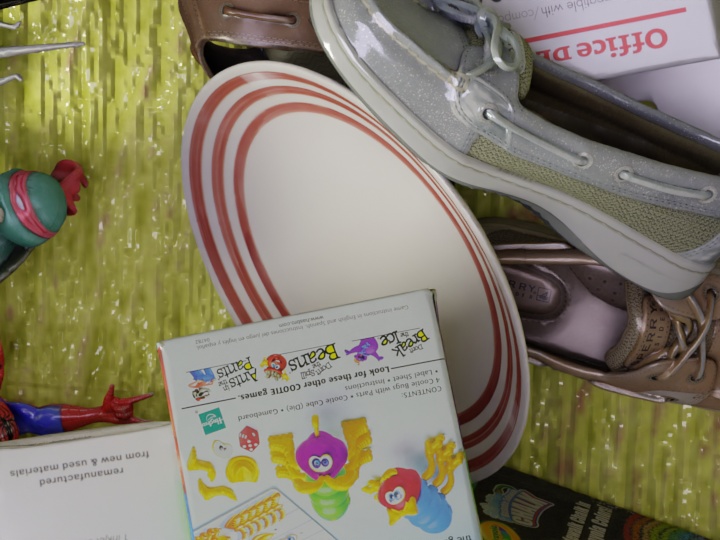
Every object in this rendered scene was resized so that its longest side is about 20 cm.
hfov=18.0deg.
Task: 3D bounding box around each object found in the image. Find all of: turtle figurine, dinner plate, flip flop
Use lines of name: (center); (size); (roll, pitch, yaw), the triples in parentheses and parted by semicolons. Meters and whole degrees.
turtle figurine: (-0.199, -0.021, 0.986); (0.200, 0.150, 0.101); (-21, 116, 24)
dinner plate: (0.000, 0.000, 0.944); (0.200, 0.024, 0.201); (32, 140, 32)
flip flop: (-0.036, -0.094, 0.955); (0.081, 0.058, 0.200); (-26, 101, 48)

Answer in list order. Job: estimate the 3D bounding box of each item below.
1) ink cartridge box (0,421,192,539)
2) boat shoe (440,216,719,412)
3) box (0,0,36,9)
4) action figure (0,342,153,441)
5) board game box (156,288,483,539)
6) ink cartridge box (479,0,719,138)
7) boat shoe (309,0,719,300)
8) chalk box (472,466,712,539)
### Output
ink cartridge box: (-0.105, 0.165, 0.915); (0.085, 0.148, 0.201); (-9, 87, -11)
boat shoe: (0.124, 0.026, 0.952); (0.199, 0.065, 0.072); (9, 103, 11)
box: (-0.252, -0.105, 0.942); (0.199, 0.193, 0.048); (-11, 101, 15)
action figure: (-0.145, 0.125, 1.032); (0.099, 0.065, 0.201); (-1, 102, 19)
board game box: (-0.004, 0.122, 0.843); (0.105, 0.103, 0.201); (-10, 78, -1)
ink cartridge box: (0.084, -0.136, 0.926); (0.115, 0.068, 0.201); (-10, 99, 15)
boat shoe: (0.070, -0.062, 0.874); (0.202, 0.075, 0.065); (33, 116, -20)
chalk box: (0.074, 0.167, 0.962); (0.199, 0.125, 0.124); (18, 104, 9)
